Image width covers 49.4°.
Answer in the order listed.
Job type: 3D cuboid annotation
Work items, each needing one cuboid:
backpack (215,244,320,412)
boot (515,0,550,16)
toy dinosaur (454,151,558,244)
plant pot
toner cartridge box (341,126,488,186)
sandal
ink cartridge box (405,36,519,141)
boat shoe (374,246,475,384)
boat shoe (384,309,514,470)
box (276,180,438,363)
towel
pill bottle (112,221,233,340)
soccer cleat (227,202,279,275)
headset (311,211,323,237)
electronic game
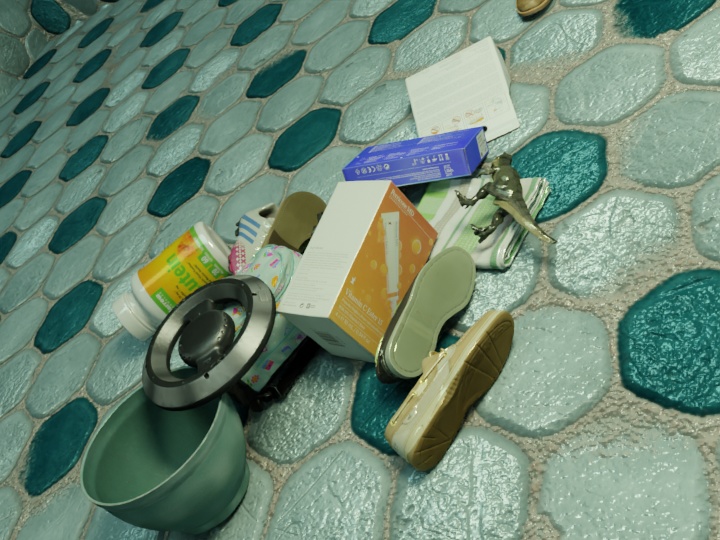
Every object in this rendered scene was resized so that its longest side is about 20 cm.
[{"bbox_3d":[-0.131,0.067,1.070,0.200,0.127,0.167,-47,40,1],"label":"backpack"},{"bbox_3d":[0.298,-0.519,1.361,0.073,0.076,0.201,-9,47,32],"label":"boot"},{"bbox_3d":[0.175,-0.086,0.995,0.088,0.048,0.201,-26,41,12],"label":"toy dinosaur"},{"bbox_3d":[-0.220,0.237,0.963,0.199,0.134,0.201,-22,33,16],"label":"plant pot"},{"bbox_3d":[0.081,-0.163,1.163,0.199,0.043,0.095,-5,25,30],"label":"toner cartridge box"},{"bbox_3d":[-0.118,-0.051,1.218,0.070,0.078,0.212,-41,13,32],"label":"sandal"},{"bbox_3d":[0.165,-0.260,1.248,0.162,0.050,0.201,-23,57,21],"label":"ink cartridge box"},{"bbox_3d":[0.077,0.052,0.960,0.202,0.072,0.061,-55,7,-33],"label":"boat shoe"},{"bbox_3d":[0.095,0.120,0.869,0.069,0.074,0.200,23,69,44],"label":"boat shoe"},{"bbox_3d":[0.000,0.000,1.018,0.097,0.124,0.201,4,62,43],"label":"box"},{"bbox_3d":[0.143,-0.071,1.065,0.199,0.031,0.150,8,56,45],"label":"towel"},{"bbox_3d":[-0.304,0.022,1.288,0.200,0.111,0.111,-39,36,2],"label":"pill bottle"},{"bbox_3d":[-0.162,-0.041,1.263,0.086,0.070,0.201,-29,37,17],"label":"soccer cleat"},{"bbox_3d":[-0.017,-0.079,1.159,0.123,0.094,0.200,-14,32,31],"label":"headset"},{"bbox_3d":[-0.190,0.086,0.975,0.199,0.042,0.201,-23,40,20],"label":"electronic game"}]
